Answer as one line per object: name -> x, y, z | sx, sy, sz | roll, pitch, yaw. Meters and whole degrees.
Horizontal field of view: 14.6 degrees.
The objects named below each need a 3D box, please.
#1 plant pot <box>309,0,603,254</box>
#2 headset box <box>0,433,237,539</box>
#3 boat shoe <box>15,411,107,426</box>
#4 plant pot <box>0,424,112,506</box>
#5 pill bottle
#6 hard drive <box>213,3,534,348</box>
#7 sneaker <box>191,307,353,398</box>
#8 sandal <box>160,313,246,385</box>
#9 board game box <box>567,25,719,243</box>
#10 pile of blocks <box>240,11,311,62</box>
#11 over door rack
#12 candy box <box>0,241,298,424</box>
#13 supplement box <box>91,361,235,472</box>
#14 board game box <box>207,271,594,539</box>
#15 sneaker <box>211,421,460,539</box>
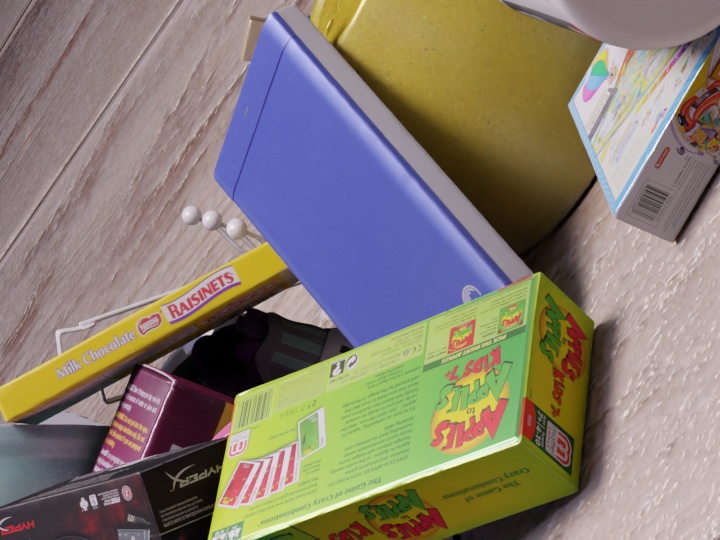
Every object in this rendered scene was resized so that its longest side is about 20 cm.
plant pot -> 0.054, -0.126, 1.507 | 0.201, 0.141, 0.201 | -57, 19, 32
headset box -> -0.101, 0.201, 1.477 | 0.148, 0.075, 0.201 | -16, 92, 48
boat shoe -> -0.154, 0.154, 1.851 | 0.199, 0.070, 0.071 | 16, 40, 38
plant pot -> -0.222, 0.169, 1.720 | 0.200, 0.199, 0.135 | 158, 112, -67
pill bottle -> 0.108, -0.170, 1.321 | 0.115, 0.113, 0.200 | -65, 16, 5
hard drive -> 0.002, -0.024, 1.466 | 0.200, 0.025, 0.132 | 50, 143, 23
sneaker -> -0.074, 0.064, 1.753 | 0.200, 0.087, 0.075 | -38, 33, 58
sandal -> -0.118, 0.100, 1.894 | 0.200, 0.075, 0.045 | -50, 62, 32
board game box -> 0.171, -0.130, 1.333 | 0.201, 0.034, 0.135 | -61, 18, 21
pile of blocks -> -0.007, -0.110, 1.625 | 0.082, 0.199, 0.063 | 22, 104, 41
over door rack -> -0.106, 0.005, 1.813 | 0.199, 0.067, 0.148 | -30, 11, -11
candy box -> -0.121, 0.036, 1.676 | 0.199, 0.027, 0.102 | -28, -7, 0
supplement box -> -0.100, 0.172, 1.620 | 0.201, 0.130, 0.103 | -69, 17, -3
board game box -> 0.018, 0.084, 1.377 | 0.199, 0.048, 0.102 | -23, 42, 34
sneaker -> -0.001, 0.134, 1.476 | 0.074, 0.087, 0.199 | -52, 36, -12
